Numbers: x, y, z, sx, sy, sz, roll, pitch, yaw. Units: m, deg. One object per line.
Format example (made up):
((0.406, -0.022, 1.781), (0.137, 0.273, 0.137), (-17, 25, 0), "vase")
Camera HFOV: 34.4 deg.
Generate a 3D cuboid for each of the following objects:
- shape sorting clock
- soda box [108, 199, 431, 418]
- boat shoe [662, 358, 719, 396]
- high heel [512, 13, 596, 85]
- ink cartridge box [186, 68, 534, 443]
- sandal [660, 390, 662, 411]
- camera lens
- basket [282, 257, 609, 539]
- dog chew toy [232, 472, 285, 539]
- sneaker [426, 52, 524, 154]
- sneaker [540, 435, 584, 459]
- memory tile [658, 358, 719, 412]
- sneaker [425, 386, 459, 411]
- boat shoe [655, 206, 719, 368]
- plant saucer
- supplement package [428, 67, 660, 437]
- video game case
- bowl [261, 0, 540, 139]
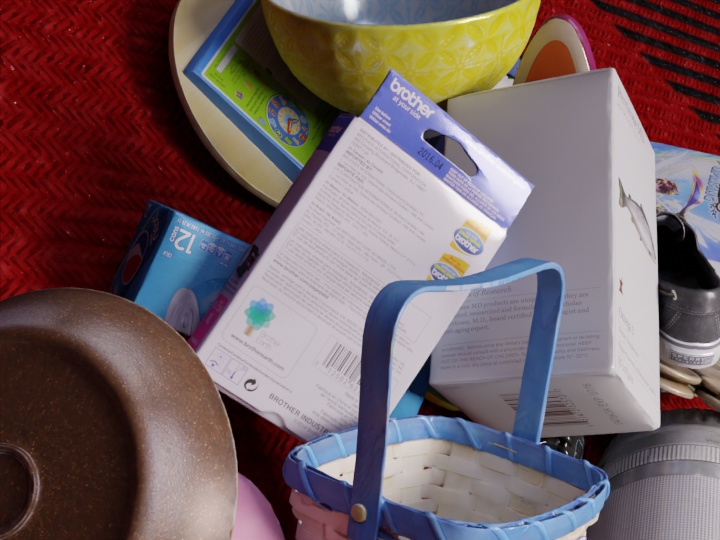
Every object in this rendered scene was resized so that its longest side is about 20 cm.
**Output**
((-0.058, -0.130, 0.855), (0.199, 0.039, 0.202), (23, 51, -32), "shape sorting clock")
((-0.049, 0.028, 0.718), (0.199, 0.068, 0.065), (25, 88, -25), "soda box")
((0.232, 0.061, 0.954), (0.199, 0.072, 0.061), (9, 29, -26), "boat shoe")
((0.156, -0.113, 0.869), (0.067, 0.201, 0.096), (18, 45, 22), "high heel")
((0.000, 0.000, 0.669), (0.119, 0.042, 0.201), (35, 89, -19), "ink cartridge box")
((0.219, 0.135, 0.898), (0.211, 0.077, 0.070), (37, 79, -39), "sandal")
((0.217, 0.209, 0.758), (0.160, 0.160, 0.201), (40, 37, -11), "camera lens")
((0.050, 0.098, 0.592), (0.176, 0.138, 0.203), (-10, 105, -53), "basket")
((-0.123, 0.112, 0.582), (0.124, 0.125, 0.201), (-20, 68, -46), "dog chew toy")
((0.122, -0.110, 0.965), (0.199, 0.081, 0.116), (-27, 78, -48), "sneaker")
((0.117, 0.120, 0.791), (0.072, 0.082, 0.201), (13, 47, -6), "sneaker")
((0.272, 0.090, 0.826), (0.198, 0.017, 0.153), (24, 8, -2), "memory tile")
((0.048, 0.005, 0.812), (0.074, 0.083, 0.202), (-21, 88, -49), "sneaker")
((0.215, -0.010, 0.832), (0.069, 0.067, 0.201), (3, 28, 0), "boat shoe")
((-0.153, 0.100, 0.515), (0.037, 0.199, 0.202), (49, 20, -67), "plant saucer")
((0.122, -0.007, 0.746), (0.117, 0.116, 0.202), (41, 48, -53), "supplement package")
((0.259, -0.040, 0.982), (0.179, 0.046, 0.200), (16, 39, 14), "video game case")
((0.030, -0.157, 0.828), (0.198, 0.109, 0.201), (-3, 31, 2), "bowl")
